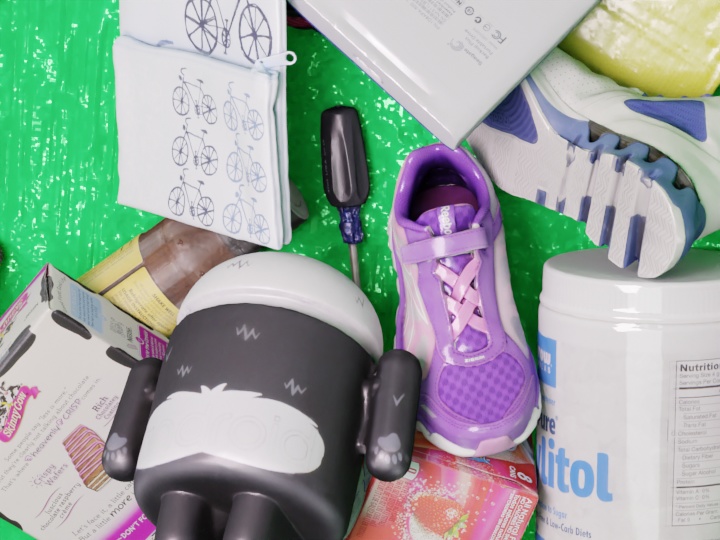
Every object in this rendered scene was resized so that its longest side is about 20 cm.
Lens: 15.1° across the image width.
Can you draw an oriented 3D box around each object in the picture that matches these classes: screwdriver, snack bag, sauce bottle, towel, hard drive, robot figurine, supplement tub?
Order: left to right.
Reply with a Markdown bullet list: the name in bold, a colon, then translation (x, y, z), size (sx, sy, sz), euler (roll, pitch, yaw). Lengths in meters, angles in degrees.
- **sauce bottle**: translation (-0.120, 0.008, 1.643), size (0.200, 0.065, 0.065), euler (-33, 91, 17)
- **snack bag**: translation (-0.095, -0.123, 1.570), size (0.189, 0.021, 0.200), euler (19, 113, 54)
- **robot figurine**: translation (-0.055, 0.087, 1.511), size (0.150, 0.200, 0.125), euler (19, 148, -11)
- **screwdriver**: translation (0.000, 0.000, 1.630), size (0.029, 0.028, 0.200), euler (-5, 97, 43)
- **hard drive**: translation (0.071, -0.181, 1.529), size (0.132, 0.025, 0.200), euler (43, 74, 6)
- **towel**: translation (0.130, -0.169, 1.579), size (0.200, 0.018, 0.086), euler (35, 111, 4)
- **supplement tub**: translation (0.166, 0.094, 1.557), size (0.132, 0.132, 0.200), euler (1, 100, 13)

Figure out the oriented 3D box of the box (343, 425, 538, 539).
- **box**: translation (0.025, 0.174, 1.594), size (0.095, 0.100, 0.200), euler (19, 114, -8)

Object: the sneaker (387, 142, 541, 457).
- **sneaker**: translation (0.053, 0.009, 1.537), size (0.080, 0.088, 0.200), euler (-8, 57, -2)

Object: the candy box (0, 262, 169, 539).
- **candy box**: translation (-0.146, 0.105, 1.626), size (0.200, 0.061, 0.136), euler (34, 109, -23)

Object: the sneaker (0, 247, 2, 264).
- **sneaker**: translation (-0.267, 0.047, 1.625), size (0.074, 0.200, 0.081), euler (23, 122, -2)

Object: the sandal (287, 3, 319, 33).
- **sandal**: translation (-0.041, -0.176, 1.598), size (0.200, 0.045, 0.075), euler (16, 111, 11)

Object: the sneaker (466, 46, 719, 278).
- **sneaker**: translation (0.153, -0.073, 1.554), size (0.199, 0.115, 0.081), euler (43, 135, 36)
